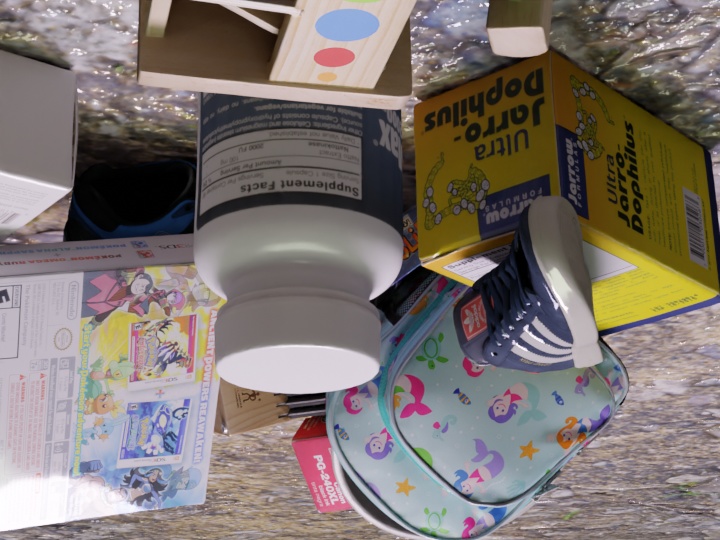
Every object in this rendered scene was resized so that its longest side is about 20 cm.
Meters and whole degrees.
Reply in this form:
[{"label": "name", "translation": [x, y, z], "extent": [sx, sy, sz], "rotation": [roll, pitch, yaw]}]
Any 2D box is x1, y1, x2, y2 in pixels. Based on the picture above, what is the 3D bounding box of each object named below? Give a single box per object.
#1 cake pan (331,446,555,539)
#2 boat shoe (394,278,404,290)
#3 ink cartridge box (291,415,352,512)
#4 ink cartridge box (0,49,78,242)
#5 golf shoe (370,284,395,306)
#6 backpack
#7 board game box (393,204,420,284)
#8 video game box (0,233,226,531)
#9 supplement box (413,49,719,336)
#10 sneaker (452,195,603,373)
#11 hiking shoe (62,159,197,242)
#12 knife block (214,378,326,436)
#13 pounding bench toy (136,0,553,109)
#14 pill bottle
[{"label": "cake pan", "translation": [0.072, 0.130, 1.258], "extent": [0.198, 0.037, 0.202], "rotation": [-4, 121, -7]}, {"label": "boat shoe", "translation": [0.124, 0.013, 1.211], "extent": [0.197, 0.073, 0.072], "rotation": [4, 171, -3]}, {"label": "ink cartridge box", "translation": [0.059, 0.138, 1.406], "extent": [0.198, 0.084, 0.145], "rotation": [-10, -159, 24]}, {"label": "ink cartridge box", "translation": [-0.281, -0.067, 0.952], "extent": [0.145, 0.086, 0.199], "rotation": [14, 153, -34]}, {"label": "golf shoe", "translation": [-0.018, 0.045, 1.272], "extent": [0.198, 0.078, 0.088], "rotation": [5, 164, -14]}, {"label": "backpack", "translation": [0.074, 0.090, 1.105], "extent": [0.200, 0.178, 0.151], "rotation": [-43, -173, 6]}, {"label": "board game box", "translation": [0.000, 0.000, 1.096], "extent": [0.135, 0.035, 0.200], "rotation": [-36, -178, -38]}, {"label": "video game box", "translation": [-0.183, 0.075, 1.031], "extent": [0.180, 0.047, 0.202], "rotation": [-3, 120, -23]}, {"label": "supplement box", "translation": [0.136, -0.042, 0.994], "extent": [0.108, 0.111, 0.199], "rotation": [-18, 153, 36]}, {"label": "sneaker", "translation": [0.091, 0.019, 0.891], "extent": [0.083, 0.076, 0.200], "rotation": [-10, 158, 8]}, {"label": "hiking shoe", "translation": [-0.104, -0.034, 1.063], "extent": [0.198, 0.075, 0.087], "rotation": [-4, 149, -13]}, {"label": "knife block", "translation": [-0.059, 0.096, 1.399], "extent": [0.174, 0.065, 0.200], "rotation": [-12, -177, -22]}, {"label": "pounding bench toy", "translation": [0.012, -0.161, 0.657], "extent": [0.198, 0.126, 0.156], "rotation": [4, 158, -13]}, {"label": "pill bottle", "translation": [-0.034, -0.040, 0.864], "extent": [0.118, 0.202, 0.120], "rotation": [0, 160, 0]}]
